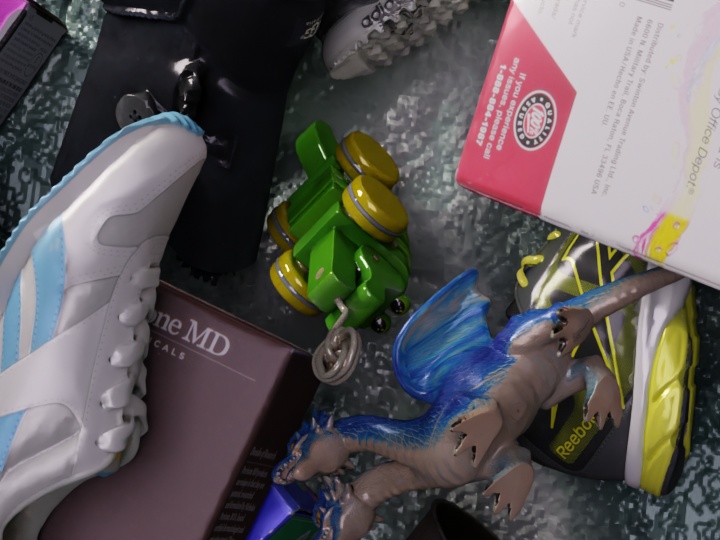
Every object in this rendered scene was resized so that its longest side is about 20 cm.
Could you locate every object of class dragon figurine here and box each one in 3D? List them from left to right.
[{"bbox_3d":[0.051,0.041,0.875,0.200,0.099,0.059,-45,121,-16],"label":"dragon figurine"}]

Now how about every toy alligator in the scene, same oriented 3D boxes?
[{"bbox_3d":[0.000,0.000,0.923,0.054,0.201,0.059,36,113,-24],"label":"toy alligator"}]

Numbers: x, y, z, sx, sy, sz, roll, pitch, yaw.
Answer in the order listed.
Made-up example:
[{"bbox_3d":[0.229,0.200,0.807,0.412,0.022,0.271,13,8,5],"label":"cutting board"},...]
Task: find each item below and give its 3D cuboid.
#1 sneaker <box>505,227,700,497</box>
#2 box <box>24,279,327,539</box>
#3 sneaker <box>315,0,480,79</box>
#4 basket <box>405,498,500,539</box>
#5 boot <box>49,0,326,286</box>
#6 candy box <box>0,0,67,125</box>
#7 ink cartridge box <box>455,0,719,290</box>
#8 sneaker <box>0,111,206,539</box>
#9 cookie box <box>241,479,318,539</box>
[{"bbox_3d":[0.105,-0.005,0.934,0.084,0.074,0.202,2,85,12],"label":"sneaker"},{"bbox_3d":[-0.103,0.105,0.889,0.100,0.075,0.201,24,86,13],"label":"box"},{"bbox_3d":[0.046,-0.178,0.945,0.199,0.070,0.100,-33,78,6],"label":"sneaker"},{"bbox_3d":[0.018,0.229,0.903,0.200,0.136,0.181,-43,89,9],"label":"basket"},{"bbox_3d":[-0.112,-0.103,0.941,0.199,0.076,0.169,29,118,13],"label":"boot"},{"bbox_3d":[-0.251,-0.076,1.017,0.136,0.061,0.201,37,92,13],"label":"candy box"},{"bbox_3d":[0.152,-0.066,0.815,0.199,0.085,0.149,25,99,34],"label":"ink cartridge box"},{"bbox_3d":[-0.110,0.032,0.832,0.080,0.076,0.201,33,95,7],"label":"sneaker"},{"bbox_3d":[-0.144,0.110,0.971,0.200,0.075,0.171,-41,78,4],"label":"cookie box"}]
